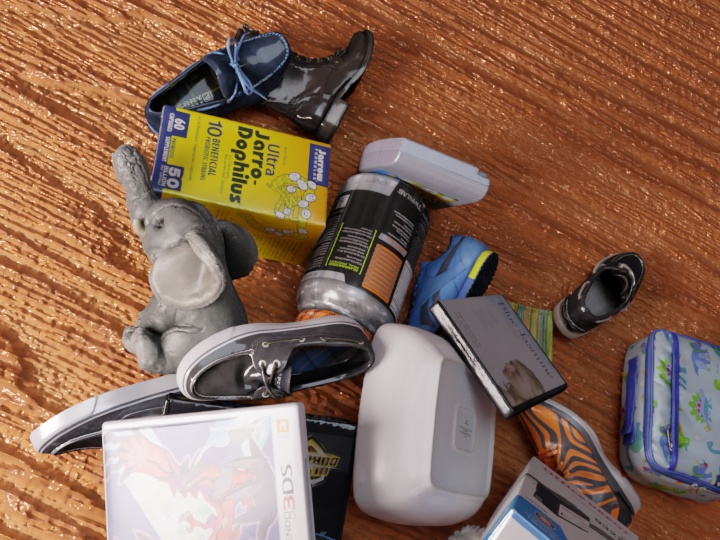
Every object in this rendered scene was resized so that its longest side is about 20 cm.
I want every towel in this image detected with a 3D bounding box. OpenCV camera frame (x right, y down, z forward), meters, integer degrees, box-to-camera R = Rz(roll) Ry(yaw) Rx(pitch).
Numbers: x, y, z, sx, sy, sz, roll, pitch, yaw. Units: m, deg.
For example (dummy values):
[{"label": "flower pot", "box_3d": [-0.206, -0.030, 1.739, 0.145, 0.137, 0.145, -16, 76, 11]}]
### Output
[{"label": "towel", "box_3d": [0.160, 0.072, 0.987, 0.195, 0.018, 0.088, 13, 63, -15]}]

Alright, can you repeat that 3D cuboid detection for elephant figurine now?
[{"label": "elephant figurine", "box_3d": [-0.171, -0.004, 0.773, 0.152, 0.205, 0.141, 1, 24, -29]}]

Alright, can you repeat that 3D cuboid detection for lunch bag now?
[{"label": "lunch bag", "box_3d": [0.418, 0.188, 1.002, 0.157, 0.083, 0.204, 20, 61, -9]}]

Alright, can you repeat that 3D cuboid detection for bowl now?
[{"label": "bowl", "box_3d": [0.082, 0.168, 0.820, 0.198, 0.073, 0.205, 28, 64, -47]}]

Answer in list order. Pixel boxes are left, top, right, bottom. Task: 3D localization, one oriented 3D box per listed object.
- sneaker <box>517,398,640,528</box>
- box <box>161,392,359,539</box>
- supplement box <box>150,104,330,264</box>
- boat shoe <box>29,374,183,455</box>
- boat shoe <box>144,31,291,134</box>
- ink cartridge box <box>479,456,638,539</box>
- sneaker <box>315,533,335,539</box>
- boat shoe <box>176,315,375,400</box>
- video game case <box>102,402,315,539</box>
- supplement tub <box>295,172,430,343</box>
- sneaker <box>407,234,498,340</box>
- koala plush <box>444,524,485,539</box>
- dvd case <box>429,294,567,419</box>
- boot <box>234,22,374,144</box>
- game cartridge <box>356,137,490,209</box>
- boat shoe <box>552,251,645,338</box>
[{"label": "sneaker", "box_3d": [0.241, 0.249, 0.908, 0.200, 0.078, 0.112, 47, 59, 3]}, {"label": "box", "box_3d": [-0.112, 0.237, 0.757, 0.195, 0.050, 0.204, 11, 85, -15]}, {"label": "supplement box", "box_3d": [-0.143, -0.094, 0.888, 0.195, 0.110, 0.112, 10, 65, -17]}, {"label": "boat shoe", "box_3d": [-0.225, 0.156, 0.777, 0.196, 0.072, 0.069, -14, 72, -33]}, {"label": "boat shoe", "box_3d": [-0.166, -0.222, 0.924, 0.199, 0.069, 0.085, -38, 89, -7]}, {"label": "ink cartridge box", "box_3d": [0.199, 0.285, 0.771, 0.144, 0.199, 0.085, 36, 102, 15]}, {"label": "sneaker", "box_3d": [-0.028, 0.290, 0.697, 0.194, 0.083, 0.073, 7, 94, 11]}, {"label": "boat shoe", "box_3d": [-0.075, 0.094, 0.745, 0.195, 0.072, 0.066, -7, 26, -26]}, {"label": "video game case", "box_3d": [-0.136, 0.220, 0.684, 0.195, 0.023, 0.187, -8, 82, 14]}, {"label": "supplement tub", "box_3d": [0.000, 0.000, 0.894, 0.120, 0.123, 0.203, 26, 62, -8]}, {"label": "sneaker", "box_3d": [0.089, 0.043, 0.940, 0.077, 0.066, 0.202, 27, 71, 27]}, {"label": "koala plush", "box_3d": [0.123, 0.374, 0.784, 0.178, 0.183, 0.200, 46, 39, -5]}, {"label": "dvd case", "box_3d": [0.165, 0.091, 0.886, 0.144, 0.018, 0.198, 56, 25, 18]}, {"label": "boot", "box_3d": [-0.083, -0.274, 1.010, 0.171, 0.069, 0.203, 27, 64, -8]}, {"label": "game cartridge", "box_3d": [0.064, -0.115, 0.933, 0.131, 0.200, 0.041, 23, 86, -11]}, {"label": "boat shoe", "box_3d": [0.338, 0.023, 1.044, 0.198, 0.060, 0.075, -26, 80, -35]}]
